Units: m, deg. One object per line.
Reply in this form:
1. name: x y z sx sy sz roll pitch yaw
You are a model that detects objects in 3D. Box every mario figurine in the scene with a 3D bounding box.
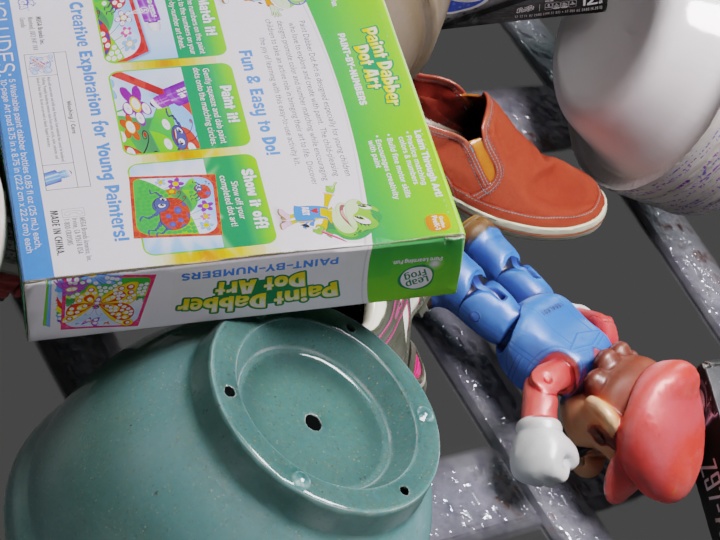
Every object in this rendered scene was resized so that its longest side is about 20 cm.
1. mario figurine: 0.106 0.066 1.192 0.123 0.106 0.200 -42 68 -16

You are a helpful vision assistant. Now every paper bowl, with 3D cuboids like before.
1. paper bowl: 0.200 -0.143 1.356 0.104 0.201 0.201 17 43 -27

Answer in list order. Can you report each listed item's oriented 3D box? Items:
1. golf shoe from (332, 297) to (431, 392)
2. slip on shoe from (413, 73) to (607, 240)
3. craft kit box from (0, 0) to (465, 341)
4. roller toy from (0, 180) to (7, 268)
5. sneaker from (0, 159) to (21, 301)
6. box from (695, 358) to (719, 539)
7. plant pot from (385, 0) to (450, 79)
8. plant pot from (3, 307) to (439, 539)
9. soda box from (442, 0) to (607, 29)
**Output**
1. golf shoe: 0.000 0.000 1.123 0.077 0.088 0.201 -11 43 9
2. slip on shoe: 0.073 -0.076 1.298 0.199 0.061 0.074 25 38 -20
3. craft kit box: -0.070 -0.063 0.977 0.196 0.049 0.201 -8 48 -9
4. roller toy: -0.252 -0.014 0.904 0.182 0.140 0.200 31 39 -10
5. sneaker: -0.210 -0.083 1.056 0.200 0.082 0.078 45 38 9
6. box: 0.277 0.145 1.191 0.159 0.044 0.201 -3 67 -24
7. plant pot: -0.063 -0.115 1.143 0.199 0.200 0.174 27 54 -14
8. plant pot: -0.045 0.098 0.966 0.200 0.134 0.201 23 40 -21
9. soda box: 0.055 -0.197 1.328 0.199 0.063 0.071 -7 48 -3
